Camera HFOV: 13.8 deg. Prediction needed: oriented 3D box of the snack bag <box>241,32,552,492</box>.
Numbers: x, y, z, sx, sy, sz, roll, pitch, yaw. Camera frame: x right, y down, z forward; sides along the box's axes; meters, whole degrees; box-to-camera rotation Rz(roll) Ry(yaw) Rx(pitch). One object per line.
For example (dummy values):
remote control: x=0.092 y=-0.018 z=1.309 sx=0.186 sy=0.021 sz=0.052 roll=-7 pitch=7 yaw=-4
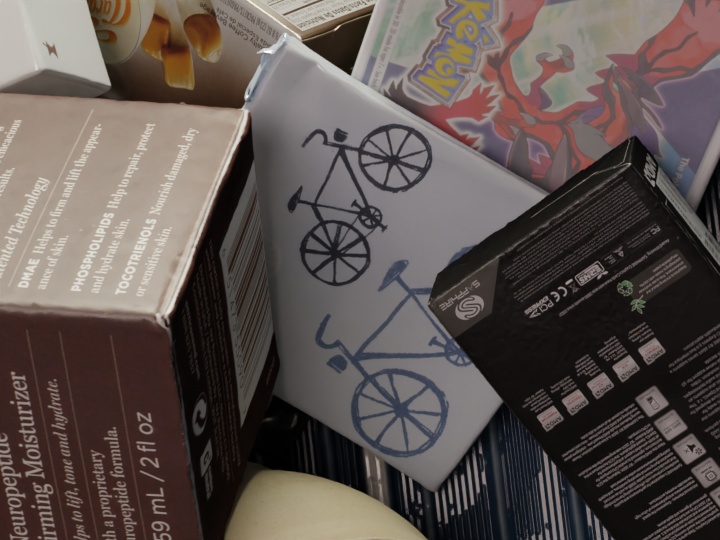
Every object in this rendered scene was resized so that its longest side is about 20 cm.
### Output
snack bag: x=0.000 y=0.000 z=1.483 sx=0.200 sy=0.021 sz=0.189 roll=30 pitch=122 yaw=-6

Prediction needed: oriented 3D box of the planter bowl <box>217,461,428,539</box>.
planter bowl: x=-0.053 y=0.179 z=1.493 sx=0.200 sy=0.200 sz=0.135 roll=-54 pitch=42 yaw=12

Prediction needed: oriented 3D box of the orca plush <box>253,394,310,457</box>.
orca plush: x=-0.068 y=0.040 z=1.557 sx=0.200 sy=0.071 sz=0.105 roll=-42 pitch=72 yaw=17

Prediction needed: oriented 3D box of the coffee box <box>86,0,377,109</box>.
coffee box: x=-0.081 y=-0.129 z=1.534 sx=0.200 sy=0.080 sz=0.115 roll=37 pitch=132 yaw=29

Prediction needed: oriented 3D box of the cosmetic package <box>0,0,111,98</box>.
cosmetic package: x=-0.236 y=-0.104 z=1.513 sx=0.200 sy=0.071 sz=0.102 roll=-22 pitch=75 yaw=23

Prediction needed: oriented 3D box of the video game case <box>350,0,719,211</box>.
video game case: x=0.091 y=-0.093 z=1.432 sx=0.182 sy=0.023 sz=0.200 roll=18 pitch=124 yaw=-3

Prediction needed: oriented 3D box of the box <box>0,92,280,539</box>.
box: x=-0.155 y=0.028 z=1.415 sx=0.199 sy=0.164 sz=0.166 roll=3 pitch=129 yaw=12

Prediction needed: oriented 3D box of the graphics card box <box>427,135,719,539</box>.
graphics card box: x=0.140 y=0.051 z=1.430 sx=0.125 sy=0.051 sz=0.200 roll=-36 pitch=102 yaw=19
